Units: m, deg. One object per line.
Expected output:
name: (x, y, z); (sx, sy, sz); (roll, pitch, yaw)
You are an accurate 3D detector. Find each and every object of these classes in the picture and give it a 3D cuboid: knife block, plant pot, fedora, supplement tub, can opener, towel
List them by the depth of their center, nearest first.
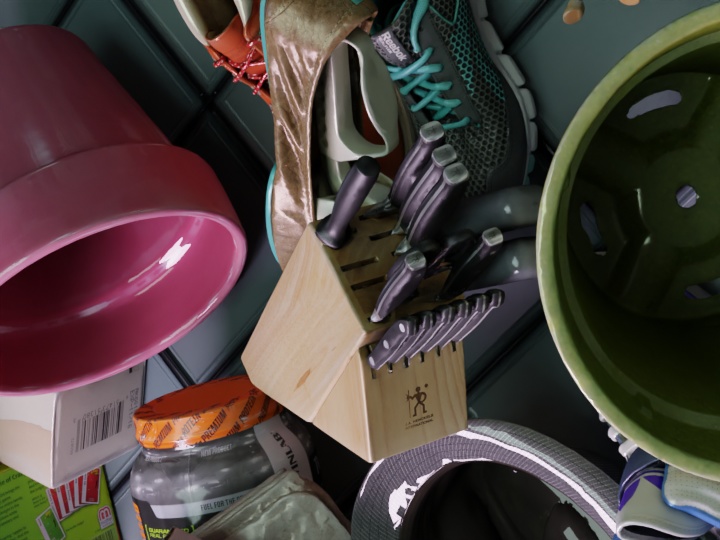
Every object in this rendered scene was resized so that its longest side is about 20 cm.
plant pot: (0.167, -0.024, 0.738); (0.199, 0.184, 0.202); (0, 98, -1)
knife block: (0.000, 0.000, 0.850); (0.200, 0.064, 0.177); (26, 126, 56)
can opener: (0.049, -0.012, 0.887); (0.200, 0.066, 0.053); (-15, 85, 65)
fedora: (0.103, 0.156, 0.922); (0.199, 0.090, 0.178); (31, 122, 17)
towel: (-0.033, 0.227, 0.969); (0.132, 0.034, 0.200); (-33, 98, 3)
plant pot: (-0.196, -0.047, 1.024); (0.200, 0.199, 0.180); (-48, 60, 35)
supplement tub: (-0.076, 0.175, 1.037); (0.122, 0.122, 0.201); (-6, 101, 37)

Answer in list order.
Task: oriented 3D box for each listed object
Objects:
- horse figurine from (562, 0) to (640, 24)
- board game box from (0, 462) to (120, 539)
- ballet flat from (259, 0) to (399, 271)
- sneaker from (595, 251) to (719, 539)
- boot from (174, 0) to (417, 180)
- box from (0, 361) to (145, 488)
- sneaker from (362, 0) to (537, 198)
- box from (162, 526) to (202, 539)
horse figurine: (0.181, -0.172, 0.765); (0.199, 0.133, 0.050); (9, 153, 33)
board game box: (-0.258, 0.190, 1.123); (0.047, 0.200, 0.102); (-7, 101, 37)
ballet flat: (-0.012, -0.067, 0.870); (0.072, 0.068, 0.201); (21, 130, 27)
sneaker: (0.153, 0.079, 0.826); (0.200, 0.146, 0.081); (45, 125, 15)
boot: (-0.042, -0.115, 0.934); (0.075, 0.107, 0.201); (-31, 88, 35)
box: (-0.258, 0.071, 1.155); (0.199, 0.095, 0.078); (21, 117, 31)
sneaker: (0.034, -0.120, 0.885); (0.077, 0.091, 0.201); (-12, 97, 38)
box: (-0.050, 0.259, 0.928); (0.199, 0.041, 0.157); (24, 110, 1)
